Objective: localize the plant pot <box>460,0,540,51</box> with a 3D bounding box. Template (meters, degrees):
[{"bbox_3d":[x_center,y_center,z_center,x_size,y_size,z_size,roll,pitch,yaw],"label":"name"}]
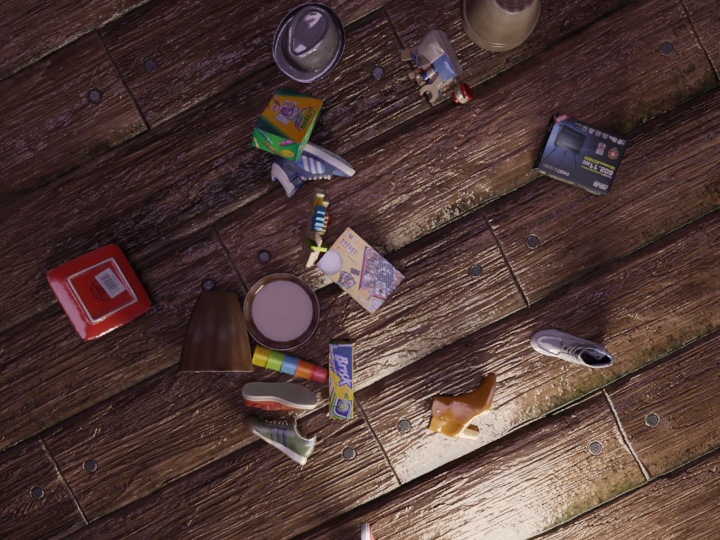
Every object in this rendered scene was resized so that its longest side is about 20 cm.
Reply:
[{"bbox_3d":[0.353,-0.654,1.554,0.199,0.174,0.201,0,94,0],"label":"plant pot"}]

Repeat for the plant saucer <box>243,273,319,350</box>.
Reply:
[{"bbox_3d":[-0.206,0.107,1.686,0.199,0.032,0.201,0,91,-1],"label":"plant saucer"}]

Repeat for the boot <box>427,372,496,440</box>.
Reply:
[{"bbox_3d":[0.261,0.344,1.680,0.144,0.071,0.202,17,99,-3],"label":"boot"}]

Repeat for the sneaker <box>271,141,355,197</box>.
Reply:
[{"bbox_3d":[-0.130,-0.244,1.646,0.199,0.081,0.147,25,106,-7],"label":"sneaker"}]

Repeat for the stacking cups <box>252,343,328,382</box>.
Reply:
[{"bbox_3d":[-0.183,0.244,1.687,0.199,0.061,0.061,15,94,-2],"label":"stacking cups"}]

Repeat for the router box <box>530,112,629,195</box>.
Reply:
[{"bbox_3d":[0.556,-0.293,1.632,0.199,0.062,0.150,20,96,-1],"label":"router box"}]

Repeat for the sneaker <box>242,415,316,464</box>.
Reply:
[{"bbox_3d":[-0.206,0.421,1.701,0.200,0.067,0.090,34,87,-2],"label":"sneaker"}]

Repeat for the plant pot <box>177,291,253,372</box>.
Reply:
[{"bbox_3d":[-0.365,0.158,1.637,0.186,0.187,0.201,-1,80,1],"label":"plant pot"}]

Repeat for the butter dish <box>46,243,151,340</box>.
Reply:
[{"bbox_3d":[-0.675,0.066,1.644,0.199,0.148,0.200,-32,92,-37],"label":"butter dish"}]

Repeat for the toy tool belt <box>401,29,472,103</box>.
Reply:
[{"bbox_3d":[0.187,-0.490,1.610,0.123,0.125,0.201,-26,91,34],"label":"toy tool belt"}]

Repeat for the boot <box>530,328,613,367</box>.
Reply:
[{"bbox_3d":[0.545,0.201,1.653,0.199,0.096,0.074,9,94,0],"label":"boot"}]

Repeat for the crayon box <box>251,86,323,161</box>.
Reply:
[{"bbox_3d":[-0.177,-0.362,1.579,0.118,0.200,0.058,19,137,-1],"label":"crayon box"}]

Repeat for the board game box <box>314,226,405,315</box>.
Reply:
[{"bbox_3d":[0.000,0.000,1.677,0.200,0.035,0.136,42,94,-2],"label":"board game box"}]

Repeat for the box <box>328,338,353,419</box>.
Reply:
[{"bbox_3d":[-0.051,0.281,1.681,0.064,0.070,0.201,-1,95,-1],"label":"box"}]

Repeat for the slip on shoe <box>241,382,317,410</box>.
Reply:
[{"bbox_3d":[-0.213,0.338,1.696,0.199,0.074,0.061,6,129,-6],"label":"slip on shoe"}]

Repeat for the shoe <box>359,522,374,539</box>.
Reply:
[{"bbox_3d":[0.047,0.765,1.719,0.091,0.071,0.201,-4,100,0],"label":"shoe"}]

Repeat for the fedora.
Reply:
[{"bbox_3d":[-0.131,-0.578,1.606,0.177,0.090,0.200,41,94,-2],"label":"fedora"}]

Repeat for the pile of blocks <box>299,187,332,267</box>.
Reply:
[{"bbox_3d":[-0.101,-0.107,1.648,0.062,0.082,0.201,6,98,-29],"label":"pile of blocks"}]
